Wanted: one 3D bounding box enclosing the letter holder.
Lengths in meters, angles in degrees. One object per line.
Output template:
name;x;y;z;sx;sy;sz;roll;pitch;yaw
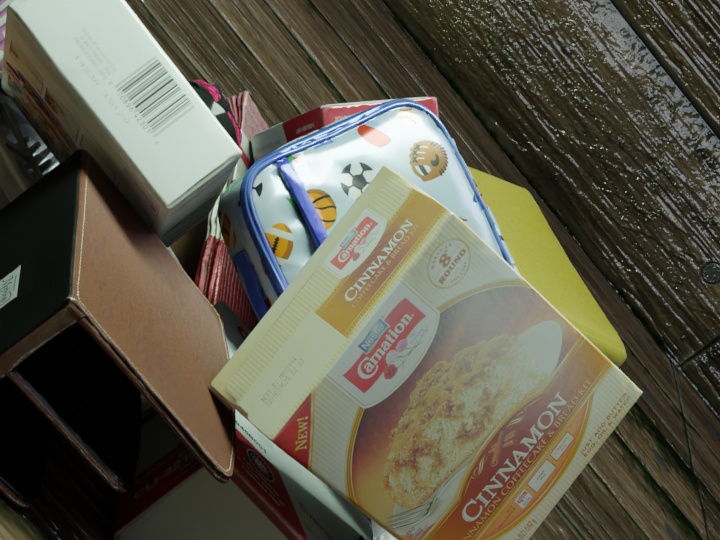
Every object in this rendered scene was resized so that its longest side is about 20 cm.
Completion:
letter holder;-0.145;0.050;1.313;0.142;0.100;0.200;49;12;-22

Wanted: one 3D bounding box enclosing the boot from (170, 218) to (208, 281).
boot;-0.119;-0.027;1.723;0.146;0.070;0.201;39;25;-86

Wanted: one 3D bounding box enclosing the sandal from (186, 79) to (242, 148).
sandal;-0.105;-0.087;1.526;0.075;0.045;0.200;53;-15;0

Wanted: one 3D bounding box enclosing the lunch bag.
lunch bag;0.010;0.012;1.443;0.201;0.159;0.075;64;-27;3

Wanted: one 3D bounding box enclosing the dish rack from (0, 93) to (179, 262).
dish rack;-0.179;-0.026;1.531;0.172;0.043;0.200;56;13;21

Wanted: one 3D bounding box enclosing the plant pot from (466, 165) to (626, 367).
plant pot;0.048;0.031;1.898;0.200;0.194;0.196;27;27;-50

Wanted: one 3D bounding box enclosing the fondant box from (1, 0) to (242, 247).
fondant box;-0.144;-0.089;1.429;0.145;0.058;0.200;52;-14;1

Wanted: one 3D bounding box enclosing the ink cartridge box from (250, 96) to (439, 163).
ink cartridge box;0.000;0.000;1.567;0.146;0.082;0.202;166;-83;-68

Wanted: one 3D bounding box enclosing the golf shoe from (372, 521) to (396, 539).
golf shoe;0.020;0.189;1.599;0.200;0.075;0.092;43;30;-9

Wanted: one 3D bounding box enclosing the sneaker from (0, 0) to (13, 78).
sneaker;-0.226;-0.178;1.726;0.089;0.080;0.201;53;9;-34

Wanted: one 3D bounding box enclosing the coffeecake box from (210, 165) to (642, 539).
coffeecake box;0.040;0.065;1.343;0.200;0.154;0.073;41;-3;-40

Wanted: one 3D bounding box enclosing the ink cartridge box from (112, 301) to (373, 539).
ink cartridge box;-0.065;0.129;1.413;0.144;0.084;0.200;48;13;-21

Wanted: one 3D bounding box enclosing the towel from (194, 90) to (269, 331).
towel;-0.069;0.001;1.631;0.144;0.023;0.201;59;30;-47
